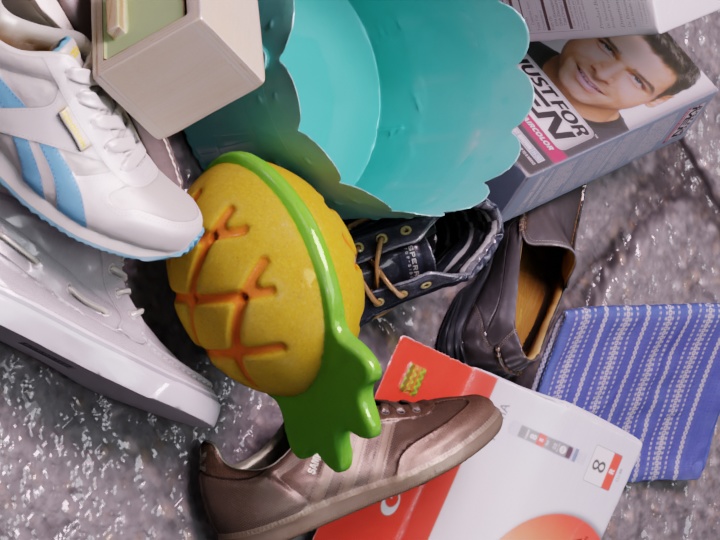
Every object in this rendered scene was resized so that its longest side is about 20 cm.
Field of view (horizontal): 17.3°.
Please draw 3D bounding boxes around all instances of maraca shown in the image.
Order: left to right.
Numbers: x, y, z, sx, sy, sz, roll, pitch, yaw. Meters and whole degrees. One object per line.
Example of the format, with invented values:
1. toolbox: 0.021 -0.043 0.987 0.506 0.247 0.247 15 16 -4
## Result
1. maraca: -0.047 0.023 1.400 0.107 0.137 0.200 -18 69 -31

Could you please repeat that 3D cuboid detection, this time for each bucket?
1. bucket: -0.008 -0.124 1.483 0.207 0.135 0.207 5 83 -42

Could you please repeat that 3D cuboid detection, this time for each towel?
1. towel: 0.192 0.091 1.671 0.200 0.024 0.145 -1 116 -42

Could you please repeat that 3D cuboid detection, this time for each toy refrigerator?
1. toy refrigerator: -0.110 -0.179 1.372 0.070 0.076 0.200 44 28 -41

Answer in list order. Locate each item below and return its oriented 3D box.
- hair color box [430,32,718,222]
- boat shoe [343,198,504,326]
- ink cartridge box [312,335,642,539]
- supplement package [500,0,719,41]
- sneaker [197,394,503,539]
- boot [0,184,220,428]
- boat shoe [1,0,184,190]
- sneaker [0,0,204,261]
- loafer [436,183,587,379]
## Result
1. hair color box: 0.141 -0.114 1.631 0.200 0.061 0.099 -25 69 -38
2. boat shoe: 0.000 0.000 1.508 0.200 0.091 0.071 -33 107 -38
3. ink cartridge box: 0.079 0.150 1.560 0.200 0.050 0.162 26 87 -38
4. supplement package: 0.145 -0.218 1.580 0.114 0.200 0.110 -25 108 -41
5. sneaker: -0.006 0.107 1.476 0.200 0.070 0.076 -24 96 -19
6. boot: -0.149 0.016 1.385 0.200 0.074 0.096 31 73 -34
7. boat shoe: -0.156 -0.121 1.398 0.060 0.072 0.200 -40 106 -33
8. sneaker: -0.165 -0.082 1.329 0.200 0.081 0.077 38 22 -9
9. loafer: 0.123 -0.008 1.629 0.073 0.072 0.200 35 63 -32
